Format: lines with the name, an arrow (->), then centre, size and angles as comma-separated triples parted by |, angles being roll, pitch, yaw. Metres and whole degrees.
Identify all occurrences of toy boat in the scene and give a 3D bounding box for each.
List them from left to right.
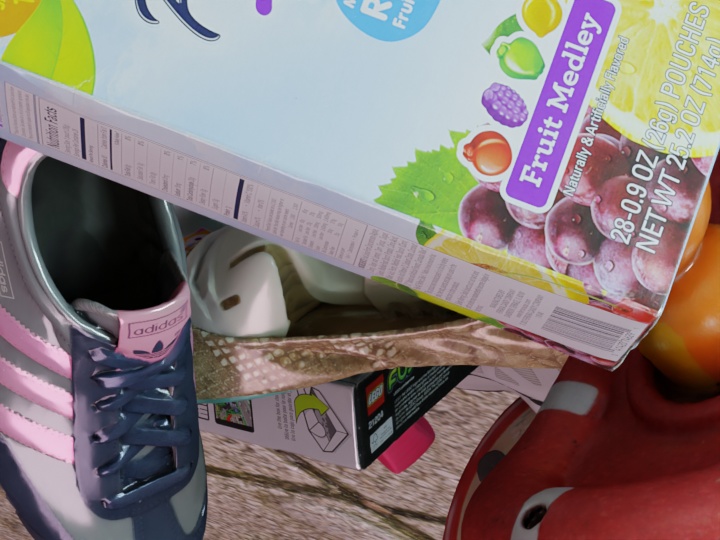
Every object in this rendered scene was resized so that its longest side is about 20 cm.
toy boat -> 0.091, 0.008, 0.746 | 0.131, 0.200, 0.130 | 45, 150, -27

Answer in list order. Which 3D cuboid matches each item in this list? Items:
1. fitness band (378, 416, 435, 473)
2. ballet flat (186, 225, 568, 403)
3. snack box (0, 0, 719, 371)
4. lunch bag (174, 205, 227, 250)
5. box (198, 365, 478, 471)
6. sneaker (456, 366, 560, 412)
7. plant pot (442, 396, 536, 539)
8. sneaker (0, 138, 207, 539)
fitness band -> -0.039, 0.003, 1.158 | 0.200, 0.037, 0.144 | 49, 175, -1
ballet flat -> 0.000, 0.000, 0.887 | 0.199, 0.071, 0.065 | -7, 136, 15
snack box -> 0.003, -0.090, 0.681 | 0.199, 0.169, 0.068 | 20, 164, 1
lunch bag -> -0.028, -0.060, 0.901 | 0.199, 0.077, 0.160 | -9, 163, 29
box -> 0.005, 0.003, 1.006 | 0.110, 0.200, 0.035 | 12, 121, 29
sneaker -> 0.046, 0.011, 1.162 | 0.115, 0.076, 0.200 | 26, 167, -28
plant pot -> 0.151, 0.141, 1.221 | 0.200, 0.201, 0.182 | 9, 165, 36
sneaker -> -0.080, 0.025, 0.833 | 0.082, 0.070, 0.200 | 23, 137, 50
